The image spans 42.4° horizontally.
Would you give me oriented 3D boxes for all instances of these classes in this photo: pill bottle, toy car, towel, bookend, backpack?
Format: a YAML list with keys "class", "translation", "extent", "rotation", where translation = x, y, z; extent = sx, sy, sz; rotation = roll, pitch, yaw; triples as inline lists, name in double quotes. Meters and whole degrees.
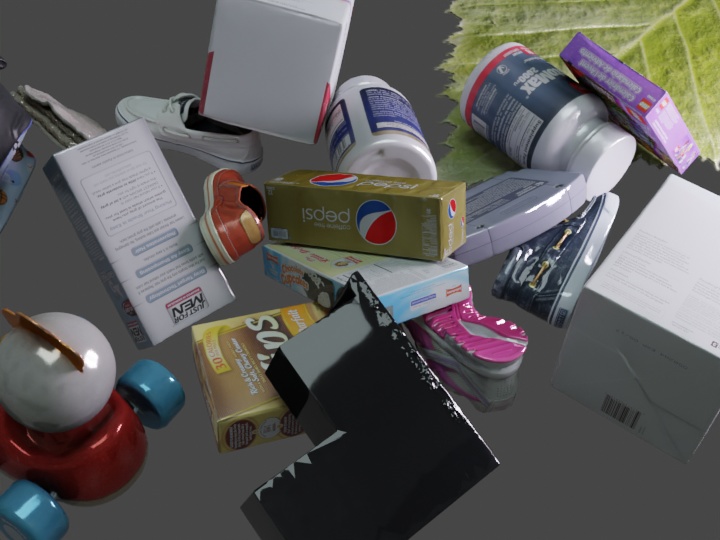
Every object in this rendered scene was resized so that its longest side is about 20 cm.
- class: "pill bottle"
  translation: [0.017, -0.146, 1.067]
  extent: [0.110, 0.112, 0.201]
  rotation: [-2, 36, -8]
- class: "toy car"
  translation: [-0.262, 0.090, 0.766]
  extent: [0.176, 0.201, 0.184]
  rotation: [27, 50, 19]
- class: "towel"
  translation: [-0.292, -0.136, 1.033]
  extent: [0.200, 0.132, 0.035]
  rotation: [38, 95, 25]
- class: "bookend"
  translation: [-0.029, 0.143, 0.762]
  extent: [0.199, 0.092, 0.199]
  rotation: [-33, 79, -25]
- class: "backpack"
  translation: [-0.444, -0.106, 0.952]
  extent: [0.189, 0.155, 0.201]
  rotation: [-8, 41, 16]
- class: "pill bottle"
  translation: [0.228, -0.177, 1.123]
  extent: [0.119, 0.120, 0.200]
  rotation: [-29, 56, -29]

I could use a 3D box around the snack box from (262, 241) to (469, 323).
- class: "snack box"
  translation: [0.000, 0.000, 0.925]
  extent: [0.116, 0.037, 0.200]
  rotation: [-17, 25, -31]

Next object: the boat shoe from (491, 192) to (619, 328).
- class: "boat shoe"
  translation: [0.216, -0.030, 1.016]
  extent: [0.090, 0.071, 0.201]
  rotation: [24, 50, 14]

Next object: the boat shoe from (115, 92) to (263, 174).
- class: "boat shoe"
  translation: [-0.206, -0.182, 1.118]
  extent: [0.199, 0.066, 0.074]
  rotation: [18, 48, 10]

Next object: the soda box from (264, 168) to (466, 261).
- class: "soda box"
  translation: [0.005, -0.059, 0.934]
  extent: [0.199, 0.065, 0.068]
  rotation: [8, 22, 27]

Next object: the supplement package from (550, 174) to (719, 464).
- class: "supplement package"
  translation: [0.309, 0.043, 0.903]
  extent: [0.151, 0.151, 0.200]
  rotation: [30, 51, 22]

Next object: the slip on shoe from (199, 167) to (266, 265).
- class: "slip on shoe"
  translation: [-0.128, -0.064, 0.978]
  extent: [0.061, 0.074, 0.200]
  rotation: [-25, 21, 3]

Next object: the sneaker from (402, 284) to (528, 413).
- class: "sneaker"
  translation: [0.088, 0.073, 0.904]
  extent: [0.081, 0.089, 0.200]
  rotation: [-11, 26, -18]

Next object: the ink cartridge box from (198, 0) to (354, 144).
- class: "ink cartridge box"
  translation: [-0.094, -0.263, 1.108]
  extent: [0.143, 0.146, 0.200]
  rotation: [14, 26, -2]

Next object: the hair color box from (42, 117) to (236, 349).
- class: "hair color box"
  translation: [-0.215, -0.035, 0.907]
  extent: [0.099, 0.061, 0.201]
  rotation: [-30, 96, -29]

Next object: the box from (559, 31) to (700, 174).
- class: "box"
  translation: [0.327, -0.198, 1.119]
  extent: [0.039, 0.200, 0.137]
  rotation: [-50, 58, 10]

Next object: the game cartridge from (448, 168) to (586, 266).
- class: "game cartridge"
  translation: [0.147, -0.061, 1.021]
  extent: [0.199, 0.042, 0.133]
  rotation: [-27, 26, -27]

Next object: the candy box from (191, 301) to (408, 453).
- class: "candy box"
  translation: [-0.052, 0.092, 0.885]
  extent: [0.198, 0.056, 0.116]
  rotation: [-10, 48, -17]
